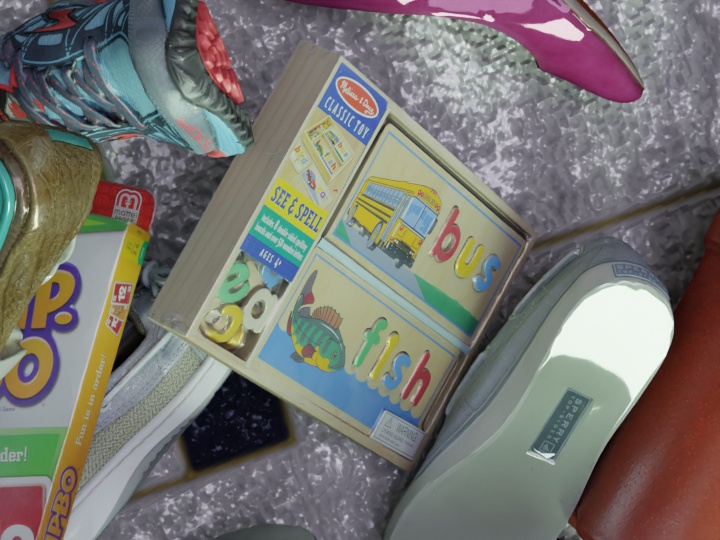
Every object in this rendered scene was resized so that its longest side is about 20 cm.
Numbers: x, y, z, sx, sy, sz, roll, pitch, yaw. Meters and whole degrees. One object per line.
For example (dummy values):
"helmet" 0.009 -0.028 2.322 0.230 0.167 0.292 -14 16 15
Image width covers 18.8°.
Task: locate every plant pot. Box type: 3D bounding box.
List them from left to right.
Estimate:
"plant pot" 0.208 0.076 1.005 0.200 0.201 0.196 32 91 -16

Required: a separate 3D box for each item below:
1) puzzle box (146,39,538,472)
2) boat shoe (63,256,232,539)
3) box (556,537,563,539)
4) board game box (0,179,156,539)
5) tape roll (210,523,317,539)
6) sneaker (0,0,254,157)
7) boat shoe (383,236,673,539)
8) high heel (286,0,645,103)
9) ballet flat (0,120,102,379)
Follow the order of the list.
"puzzle box" 0.000 0.000 0.956 0.200 0.025 0.133 35 81 -54
"boat shoe" -0.104 0.045 0.963 0.065 0.074 0.202 38 91 -13
"box" 0.062 0.243 1.041 0.200 0.039 0.137 -41 104 -11
"board game box" -0.157 0.051 0.934 0.095 0.030 0.201 12 78 22
"tape roll" -0.086 0.190 0.909 0.200 0.200 0.066 -36 102 -12
"sneaker" -0.106 -0.072 0.889 0.095 0.200 0.080 -25 103 -12
"boat shoe" 0.076 0.071 1.015 0.070 0.072 0.201 29 111 -14
"high heel" 0.038 -0.119 1.013 0.200 0.067 0.096 37 104 -16
"ballet flat" -0.158 0.012 0.879 0.072 0.200 0.068 -16 59 -48
